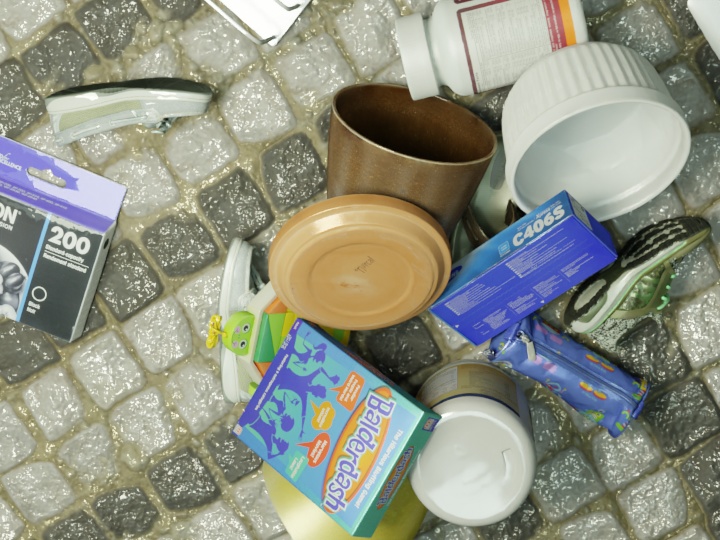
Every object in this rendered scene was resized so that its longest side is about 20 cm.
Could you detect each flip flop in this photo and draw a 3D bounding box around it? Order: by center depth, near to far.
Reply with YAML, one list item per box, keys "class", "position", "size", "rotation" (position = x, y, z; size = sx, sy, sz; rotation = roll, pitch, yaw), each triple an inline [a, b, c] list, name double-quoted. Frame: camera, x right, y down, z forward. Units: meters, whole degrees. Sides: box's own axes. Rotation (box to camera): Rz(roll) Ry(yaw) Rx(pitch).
- class: "flip flop"
  position: [0.151, -0.060, 1.405]
  size: [0.080, 0.058, 0.203]
  rotation: [13, 104, 1]

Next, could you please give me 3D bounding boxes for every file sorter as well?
- class: "file sorter"
  position: [-0.091, -0.363, 1.321]
  size: [0.138, 0.125, 0.201]
  rotation: [39, 102, -6]

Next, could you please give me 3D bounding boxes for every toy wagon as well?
- class: "toy wagon"
  position: [-0.089, 0.072, 1.400]
  size: [0.039, 0.198, 0.157]
  rotation: [24, 107, 40]

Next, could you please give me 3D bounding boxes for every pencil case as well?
- class: "pencil case"
  position: [0.241, 0.116, 1.426]
  size: [0.198, 0.087, 0.079]
  rotation: [32, 87, -4]

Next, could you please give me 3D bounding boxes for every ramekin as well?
- class: "ramekin"
  position: [0.244, -0.151, 1.314]
  size: [0.197, 0.106, 0.201]
  rotation: [-7, 144, -5]

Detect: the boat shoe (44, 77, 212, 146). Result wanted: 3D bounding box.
- class: "boat shoe"
  position: [-0.264, -0.182, 1.405]
  size: [0.199, 0.075, 0.066]
  rotation: [-4, 109, 9]

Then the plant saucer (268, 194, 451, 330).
- class: "plant saucer"
  position: [0.000, 0.000, 1.308]
  size: [0.197, 0.033, 0.202]
  rotation: [-2, 138, -2]

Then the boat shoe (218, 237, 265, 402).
- class: "boat shoe"
  position: [-0.133, 0.060, 1.443]
  size: [0.064, 0.075, 0.205]
  rotation: [1, 107, -2]

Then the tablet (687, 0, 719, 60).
- class: "tablet"
  position: [0.467, -0.253, 1.360]
  size: [0.129, 0.014, 0.201]
  rotation: [-33, 98, 11]

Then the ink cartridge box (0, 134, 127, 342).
- class: "ink cartridge box"
  position: [-0.401, -0.041, 1.461]
  size: [0.196, 0.043, 0.202]
  rotation: [21, 103, 0]

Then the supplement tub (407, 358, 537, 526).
- class: "supplement tub"
  position: [0.126, 0.187, 1.391]
  size: [0.142, 0.200, 0.147]
  rotation: [1, 102, 5]

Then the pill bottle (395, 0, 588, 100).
- class: "pill bottle"
  position: [0.143, -0.254, 1.335]
  size: [0.197, 0.110, 0.111]
  rotation: [-13, 102, 8]

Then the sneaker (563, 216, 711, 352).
- class: "sneaker"
  position: [0.331, 0.018, 1.412]
  size: [0.200, 0.077, 0.089]
  rotation: [-41, 110, 17]

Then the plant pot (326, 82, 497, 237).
- class: "plant pot"
  position: [0.037, -0.077, 1.364]
  size: [0.184, 0.188, 0.202]
  rotation: [16, 120, 1]

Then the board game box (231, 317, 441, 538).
- class: "board game box"
  position: [-0.030, 0.168, 1.325]
  size: [0.199, 0.045, 0.153]
  rotation: [33, 96, 32]

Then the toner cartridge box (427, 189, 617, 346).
- class: "toner cartridge box"
  position: [0.176, 0.001, 1.358]
  size: [0.199, 0.044, 0.095]
  rotation: [-34, 129, 24]

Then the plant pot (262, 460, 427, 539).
- class: "plant pot"
  position: [0.002, 0.257, 1.421]
  size: [0.141, 0.200, 0.201]
  rotation: [-38, 98, 8]
